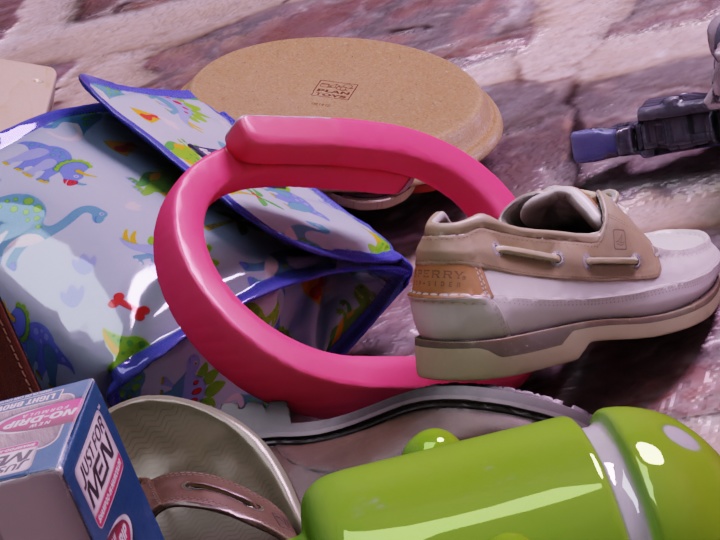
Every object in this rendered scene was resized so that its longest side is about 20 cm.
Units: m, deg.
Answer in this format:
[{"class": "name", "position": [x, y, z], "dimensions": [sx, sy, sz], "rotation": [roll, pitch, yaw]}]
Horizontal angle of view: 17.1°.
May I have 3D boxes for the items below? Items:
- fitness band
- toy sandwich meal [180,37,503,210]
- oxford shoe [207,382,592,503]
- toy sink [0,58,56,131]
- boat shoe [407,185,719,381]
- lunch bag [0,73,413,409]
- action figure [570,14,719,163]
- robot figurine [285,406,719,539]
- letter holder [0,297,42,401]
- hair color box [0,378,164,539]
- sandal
[{"class": "fitness band", "position": [0.000, 0.000, 1.074], "dimensions": [0.199, 0.144, 0.037], "rotation": [1, -32, -35]}, {"class": "toy sandwich meal", "position": [-0.018, -0.070, 1.325], "dimensions": [0.203, 0.071, 0.206], "rotation": [2, 27, -1]}, {"class": "oxford shoe", "position": [0.011, 0.099, 0.997], "dimensions": [0.199, 0.073, 0.085], "rotation": [-10, 50, 18]}, {"class": "toy sink", "position": [-0.227, -0.002, 1.285], "dimensions": [0.111, 0.201, 0.131], "rotation": [9, 24, -5]}, {"class": "boat shoe", "position": [0.096, -0.003, 1.050], "dimensions": [0.074, 0.069, 0.199], "rotation": [0, 9, 38]}, {"class": "lunch bag", "position": [-0.098, -0.003, 1.152], "dimensions": [0.170, 0.128, 0.199], "rotation": [38, 47, 28]}, {"class": "action figure", "position": [0.201, -0.120, 1.235], "dimensions": [0.199, 0.105, 0.194], "rotation": [-9, 18, 19]}, {"class": "robot figurine", "position": [0.053, 0.115, 0.840], "dimensions": [0.198, 0.117, 0.175], "rotation": [-13, 8, -6]}, {"class": "letter holder", "position": [-0.212, 0.081, 1.028], "dimensions": [0.142, 0.201, 0.100], "rotation": [-32, 27, -22]}, {"class": "hair color box", "position": [-0.103, 0.144, 0.817], "dimensions": [0.099, 0.201, 0.061], "rotation": [-14, 25, 14]}, {"class": "sandal", "position": [-0.054, 0.114, 0.935], "dimensions": [0.080, 0.057, 0.201], "rotation": [-40, 48, 0]}]
